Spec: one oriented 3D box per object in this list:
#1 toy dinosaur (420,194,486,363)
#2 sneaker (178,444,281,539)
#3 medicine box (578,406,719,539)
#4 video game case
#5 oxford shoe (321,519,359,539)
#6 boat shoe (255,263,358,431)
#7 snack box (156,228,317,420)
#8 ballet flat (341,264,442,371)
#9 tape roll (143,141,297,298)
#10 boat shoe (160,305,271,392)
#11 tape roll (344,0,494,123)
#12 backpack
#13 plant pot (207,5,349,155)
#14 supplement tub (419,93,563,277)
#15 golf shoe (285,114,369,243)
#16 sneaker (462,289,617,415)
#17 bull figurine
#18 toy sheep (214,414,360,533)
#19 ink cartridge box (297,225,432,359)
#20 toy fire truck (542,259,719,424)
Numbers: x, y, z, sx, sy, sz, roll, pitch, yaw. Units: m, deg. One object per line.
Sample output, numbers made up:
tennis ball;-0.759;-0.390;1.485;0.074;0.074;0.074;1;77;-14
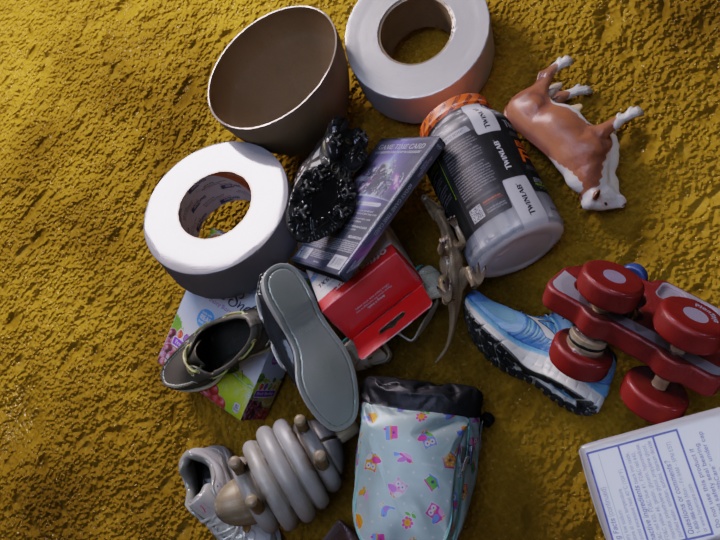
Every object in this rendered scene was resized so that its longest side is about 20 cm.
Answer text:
toy dinosaur;0.109;0.010;0.874;0.057;0.101;0.205;-6;92;-3
sneaker;-0.174;0.308;0.943;0.078;0.099;0.200;-44;63;5
medicine box;0.325;0.196;0.715;0.197;0.182;0.105;-19;68;16
video game case;0.006;-0.079;0.909;0.201;0.019;0.142;-53;26;-11
oxford shoe;-0.077;0.382;0.902;0.199;0.071;0.073;-37;61;-2
boat shoe;-0.063;0.090;0.878;0.074;0.060;0.204;-18;84;-25
snack box;-0.164;0.071;1.014;0.167;0.067;0.203;26;93;27
ballet flat;0.033;0.078;0.944;0.200;0.067;0.062;-45;73;6
tape roll;-0.177;-0.067;0.977;0.196;0.066;0.204;-7;60;11
boat shoe;-0.186;0.100;0.945;0.200;0.060;0.073;-28;75;27
tape roll;0.081;-0.307;1.018;0.198;0.071;0.207;-5;72;15
backpack;0.057;0.227;0.854;0.163;0.126;0.205;3;79;20
plant pot;-0.093;-0.239;1.041;0.197;0.135;0.204;-12;59;21
supplement tub;0.151;-0.105;0.912;0.121;0.122;0.203;-27;67;13
golf shoe;-0.048;-0.097;0.932;0.094;0.077;0.202;-41;19;48
sneaker;0.206;0.080;0.875;0.198;0.079;0.090;34;70;24
bull figurine;0.264;-0.165;0.915;0.121;0.065;0.200;-43;65;2
toy sheep;-0.085;0.240;0.906;0.197;0.139;0.139;-26;64;-9
ink cartridge box;0.000;0.000;0.933;0.116;0.067;0.201;-38;37;9
toy fire truck;0.299;0.053;0.791;0.198;0.167;0.114;30;124;26
